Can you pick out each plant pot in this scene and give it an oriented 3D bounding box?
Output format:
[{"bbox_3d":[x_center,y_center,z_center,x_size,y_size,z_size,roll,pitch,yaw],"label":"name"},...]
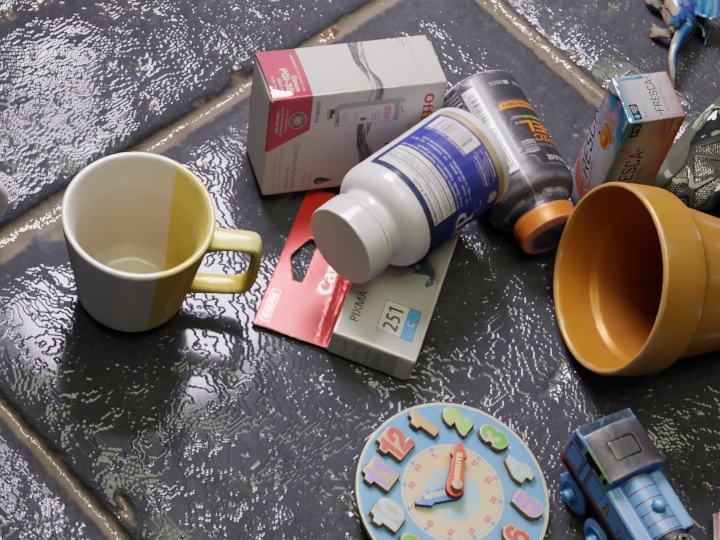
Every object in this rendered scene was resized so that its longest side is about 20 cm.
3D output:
[{"bbox_3d":[0.335,0.013,1.773,0.183,0.200,0.200,3,55,-27],"label":"plant pot"}]

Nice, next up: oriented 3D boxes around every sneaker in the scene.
[{"bbox_3d":[0.420,-0.126,1.940,0.114,0.076,0.199,36,61,11],"label":"sneaker"}]

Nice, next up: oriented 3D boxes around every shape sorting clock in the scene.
[{"bbox_3d":[0.092,0.222,1.667,0.200,0.039,0.200,5,57,-8],"label":"shape sorting clock"}]

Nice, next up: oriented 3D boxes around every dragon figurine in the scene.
[{"bbox_3d":[0.411,-0.318,2.071,0.099,0.059,0.200,2,56,-10],"label":"dragon figurine"}]

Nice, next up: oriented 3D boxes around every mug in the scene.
[{"bbox_3d":[-0.213,-0.005,1.687,0.186,0.153,0.149,32,57,10],"label":"mug"}]

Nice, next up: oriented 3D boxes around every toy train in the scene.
[{"bbox_3d":[0.268,0.239,1.644,0.087,0.114,0.200,-19,62,-21],"label":"toy train"}]

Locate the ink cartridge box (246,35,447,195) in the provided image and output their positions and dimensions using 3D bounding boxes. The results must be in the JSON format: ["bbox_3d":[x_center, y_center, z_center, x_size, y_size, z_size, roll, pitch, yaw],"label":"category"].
[{"bbox_3d":[-0.016,-0.170,1.831,0.200,0.147,0.083,-8,49,-16],"label":"ink cartridge box"}]

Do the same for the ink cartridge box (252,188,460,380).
[{"bbox_3d":[0.000,0.000,1.792,0.176,0.045,0.200,20,55,1],"label":"ink cartridge box"}]

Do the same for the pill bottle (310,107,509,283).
[{"bbox_3d":[0.049,-0.075,1.751,0.200,0.120,0.120,-36,70,-29],"label":"pill bottle"}]

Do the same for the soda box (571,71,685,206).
[{"bbox_3d":[0.289,-0.130,1.839,0.068,0.200,0.064,-8,59,-15],"label":"soda box"}]

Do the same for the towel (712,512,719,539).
[{"bbox_3d":[0.454,0.319,1.684,0.200,0.030,0.147,5,56,-5],"label":"towel"}]

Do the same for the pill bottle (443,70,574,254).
[{"bbox_3d":[0.168,-0.117,1.864,0.106,0.106,0.200,-16,62,-20],"label":"pill bottle"}]

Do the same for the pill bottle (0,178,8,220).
[{"bbox_3d":[-0.457,-0.128,1.741,0.119,0.120,0.200,-21,63,-23],"label":"pill bottle"}]
